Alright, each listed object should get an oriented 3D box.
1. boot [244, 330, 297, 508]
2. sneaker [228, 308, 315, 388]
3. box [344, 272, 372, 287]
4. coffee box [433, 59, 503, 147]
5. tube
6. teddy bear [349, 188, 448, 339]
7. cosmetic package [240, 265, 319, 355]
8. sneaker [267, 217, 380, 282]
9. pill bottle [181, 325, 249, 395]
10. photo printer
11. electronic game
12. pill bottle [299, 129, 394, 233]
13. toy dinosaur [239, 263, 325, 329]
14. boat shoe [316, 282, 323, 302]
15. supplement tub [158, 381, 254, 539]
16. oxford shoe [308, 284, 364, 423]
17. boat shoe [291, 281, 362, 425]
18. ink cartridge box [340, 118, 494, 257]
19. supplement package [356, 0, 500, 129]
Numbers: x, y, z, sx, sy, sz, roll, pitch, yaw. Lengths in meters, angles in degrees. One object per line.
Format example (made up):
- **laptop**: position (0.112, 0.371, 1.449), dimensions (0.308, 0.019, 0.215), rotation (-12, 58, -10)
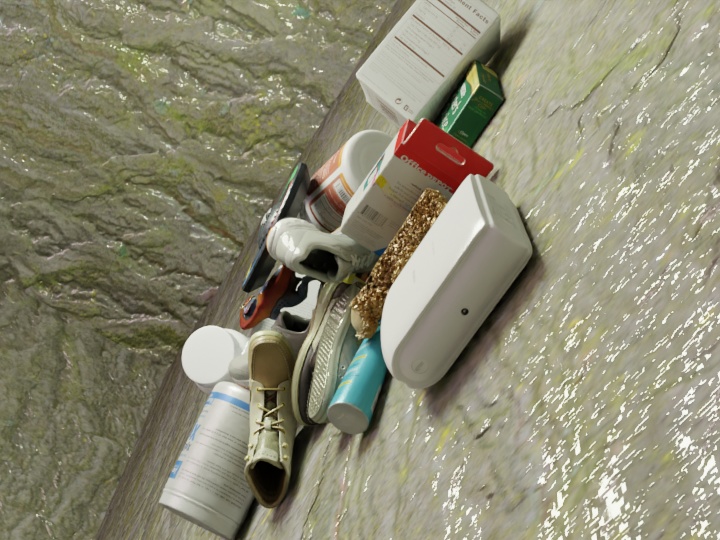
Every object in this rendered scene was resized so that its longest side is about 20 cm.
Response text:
- **boot**: position (-0.122, 0.200, 1.300), dimensions (0.155, 0.071, 0.203), rotation (-86, -6, -61)
- **sneaker**: position (-0.117, 0.105, 1.402), dimensions (0.197, 0.093, 0.076), rotation (-18, 24, 23)
- **box**: position (0.000, 0.000, 1.443), dimensions (0.075, 0.050, 0.202), rotation (-44, 21, 52)
- **coffee box**: position (0.127, -0.193, 1.371), dimensions (0.201, 0.044, 0.124), rotation (-55, 13, 27)
- **tube**: position (0.015, 0.107, 1.160), dimensions (0.077, 0.050, 0.201), rotation (-36, 18, 39)
- **teddy bear**: position (0.053, 0.000, 1.162), dimensions (0.201, 0.066, 0.145), rotation (-56, -1, -10)
- **cosmetic package**: position (-0.118, 0.101, 1.548), dimensions (0.072, 0.100, 0.202), rotation (100, -171, -54)
- **sneaker**: position (-0.023, -0.014, 1.281), dimensions (0.092, 0.197, 0.077), rotation (48, 129, 48)
- **pill bottle**: position (-0.217, 0.164, 1.617), dimensions (0.115, 0.112, 0.200), rotation (-62, -22, -9)
- **photo printer**: position (0.088, 0.015, 0.986), dimensions (0.201, 0.069, 0.167), rotation (-56, 13, 21)
- **electronic game**: position (-0.123, -0.062, 1.378), dimensions (0.202, 0.041, 0.200), rotation (-63, 8, 15)
- **pill bottle**: position (-0.014, -0.114, 1.398), dimensions (0.200, 0.111, 0.113), rotation (-34, 28, 58)
- **toy dinosaur**: position (-0.133, 0.028, 1.440), dimensions (0.180, 0.199, 0.106), rotation (-32, 59, 17)
- **boat shoe**: position (-0.025, -0.013, 1.526), dimensions (0.068, 0.073, 0.202), rotation (-32, 38, 48)
- **supplement tub**: position (-0.202, 0.284, 1.441), dimensions (0.202, 0.131, 0.132), rotation (-64, 12, -21)
- **oxford shoe**: position (-0.021, 0.110, 1.224), dimensions (0.075, 0.057, 0.203), rotation (-50, 24, 49)
- **boat shoe**: position (-0.039, 0.113, 1.302), dimensions (0.065, 0.072, 0.205), rotation (8, 78, 33)
- **ink cartridge box**: position (0.073, -0.106, 1.224), dimensions (0.201, 0.115, 0.068), rotation (-52, 14, 34)
- **supplement package**: position (0.104, -0.311, 1.417), dimensions (0.201, 0.117, 0.117), rotation (-50, -13, -1)
